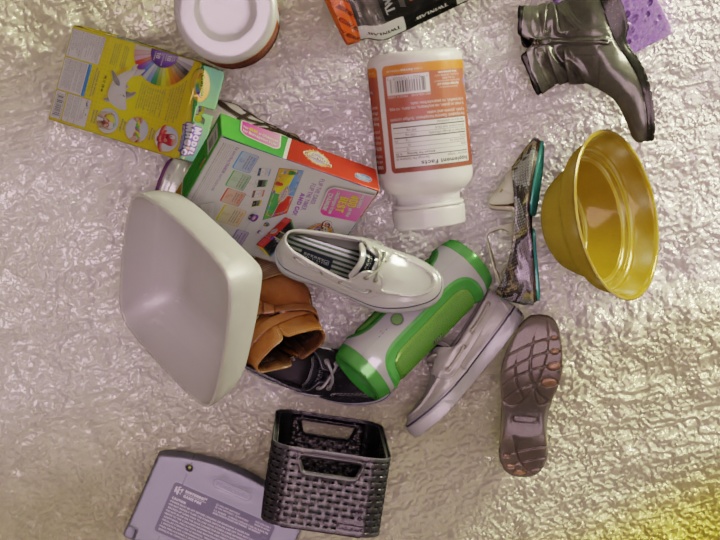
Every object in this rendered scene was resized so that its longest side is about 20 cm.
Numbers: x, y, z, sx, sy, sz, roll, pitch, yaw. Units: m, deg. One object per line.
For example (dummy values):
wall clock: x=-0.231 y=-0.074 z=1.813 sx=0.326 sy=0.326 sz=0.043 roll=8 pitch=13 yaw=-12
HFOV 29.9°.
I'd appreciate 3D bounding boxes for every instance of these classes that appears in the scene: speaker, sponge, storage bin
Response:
speaker: x=0.064 y=0.058 z=1.595 sx=0.200 sy=0.088 sz=0.089 roll=-45 pitch=96 yaw=-14
sponge: x=0.279 y=-0.347 z=1.610 sx=0.111 sy=0.030 sz=0.201 roll=-28 pitch=97 yaw=2
storage bin: x=-0.041 y=0.233 z=1.571 sx=0.134 sy=0.200 sz=0.095 roll=9 pitch=96 yaw=-3

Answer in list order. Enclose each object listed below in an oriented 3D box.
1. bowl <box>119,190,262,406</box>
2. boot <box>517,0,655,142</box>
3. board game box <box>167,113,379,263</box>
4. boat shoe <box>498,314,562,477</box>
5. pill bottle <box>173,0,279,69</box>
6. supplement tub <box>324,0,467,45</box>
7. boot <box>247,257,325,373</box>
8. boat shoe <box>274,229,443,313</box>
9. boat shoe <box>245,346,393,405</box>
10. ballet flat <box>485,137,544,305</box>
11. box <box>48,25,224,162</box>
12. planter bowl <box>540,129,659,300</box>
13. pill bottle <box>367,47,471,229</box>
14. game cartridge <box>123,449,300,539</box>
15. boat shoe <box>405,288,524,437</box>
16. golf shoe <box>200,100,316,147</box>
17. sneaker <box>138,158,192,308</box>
bowl: x=-0.181 y=0.021 z=1.485 sx=0.074 sy=0.199 sz=0.201 roll=-22 pitch=138 yaw=-37
boot: x=0.261 y=-0.230 z=1.581 sx=0.130 sy=0.068 sz=0.202 roll=-19 pitch=89 yaw=3
board game box: x=-0.101 y=-0.081 z=1.541 sx=0.199 sy=0.041 sz=0.153 roll=18 pitch=129 yaw=-24
boat shoe: x=0.200 y=0.147 z=1.638 sx=0.074 sy=0.073 sz=0.202 roll=9 pitch=101 yaw=0
pill bottle: x=-0.146 y=-0.284 z=1.514 sx=0.111 sy=0.200 sz=0.113 roll=0 pitch=95 yaw=-2
supplement tub: x=0.054 y=-0.345 z=1.554 sx=0.199 sy=0.123 sz=0.123 roll=-26 pitch=96 yaw=1
boot: x=-0.144 y=0.077 z=1.572 sx=0.199 sy=0.156 sz=0.077 roll=-26 pitch=134 yaw=-9
boat shoe: x=0.000 y=0.000 z=1.527 sx=0.198 sy=0.067 sz=0.074 roll=9 pitch=71 yaw=-4
boat shoe: x=-0.052 y=0.120 z=1.626 sx=0.198 sy=0.068 sz=0.072 roll=18 pitch=95 yaw=-4
ballet flat: x=0.184 y=-0.060 z=1.610 sx=0.071 sy=0.072 sz=0.202 roll=3 pitch=85 yaw=-3
box: x=-0.254 y=-0.203 z=1.565 sx=0.199 sy=0.048 sz=0.118 roll=19 pitch=96 yaw=18
planter bowl: x=0.270 y=-0.059 z=1.591 sx=0.083 sy=0.200 sz=0.202 roll=-11 pitch=98 yaw=38
pill bottle: x=0.072 y=-0.153 z=1.574 sx=0.111 sy=0.112 sz=0.202 roll=-6 pitch=97 yaw=-2
game cartridge: x=-0.175 y=0.304 z=1.657 sx=0.199 sy=0.041 sz=0.134 roll=25 pitch=98 yaw=-5
boat shoe: x=0.113 y=0.110 z=1.631 sx=0.066 sy=0.072 sz=0.200 roll=40 pitch=92 yaw=-1
golf shoe: x=-0.138 y=-0.152 z=1.582 sx=0.198 sy=0.095 sz=0.078 roll=16 pitch=96 yaw=-2
sneaker: x=-0.211 y=-0.030 z=1.600 sx=0.099 sy=0.075 sz=0.202 roll=16 pitch=95 yaw=-3
